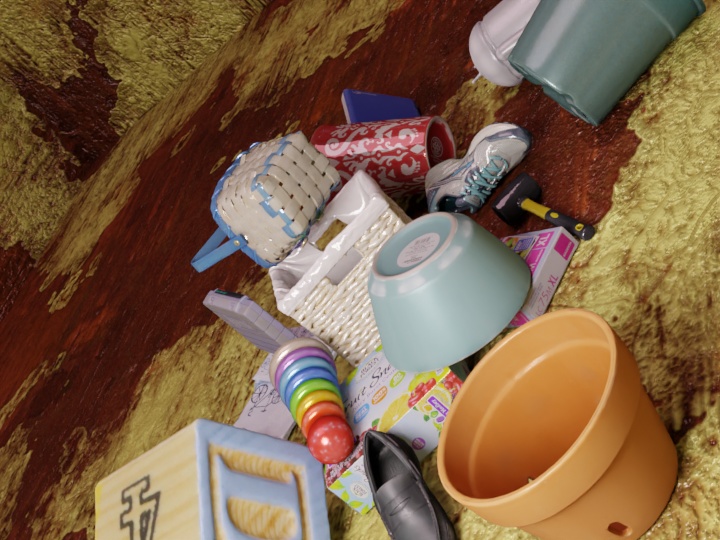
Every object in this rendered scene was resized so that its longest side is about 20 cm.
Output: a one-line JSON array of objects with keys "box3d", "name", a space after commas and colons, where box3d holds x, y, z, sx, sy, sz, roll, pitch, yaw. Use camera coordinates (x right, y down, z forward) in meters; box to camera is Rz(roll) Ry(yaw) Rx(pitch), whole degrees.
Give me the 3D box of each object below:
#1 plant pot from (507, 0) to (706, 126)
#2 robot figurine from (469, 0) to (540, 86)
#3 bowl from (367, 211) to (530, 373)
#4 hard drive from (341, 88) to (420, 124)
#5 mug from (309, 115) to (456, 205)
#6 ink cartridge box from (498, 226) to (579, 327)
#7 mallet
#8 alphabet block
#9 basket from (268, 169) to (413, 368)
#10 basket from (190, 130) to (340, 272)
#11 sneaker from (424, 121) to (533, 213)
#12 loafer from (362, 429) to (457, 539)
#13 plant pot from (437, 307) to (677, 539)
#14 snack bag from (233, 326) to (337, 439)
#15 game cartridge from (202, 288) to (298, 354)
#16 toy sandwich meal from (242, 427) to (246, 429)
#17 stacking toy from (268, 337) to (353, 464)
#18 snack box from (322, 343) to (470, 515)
[{"box3d": [0.301, -0.308, 1.483, 0.197, 0.199, 0.200, -53, 22, 8], "name": "plant pot"}, {"box3d": [0.244, -0.357, 1.743, 0.199, 0.113, 0.170, -38, 5, 24], "name": "robot figurine"}, {"box3d": [0.085, 0.009, 1.334, 0.199, 0.106, 0.202, -30, 25, 15], "name": "bowl"}, {"box3d": [0.041, -0.253, 1.947, 0.201, 0.129, 0.026, -102, 22, -62], "name": "hard drive"}, {"box3d": [0.045, -0.177, 1.773, 0.197, 0.136, 0.178, -5, 23, 31], "name": "mug"}, {"box3d": [0.165, 0.015, 1.410, 0.199, 0.042, 0.120, -13, 41, 57], "name": "ink cartridge box"}, {"box3d": [0.236, -0.078, 1.433, 0.066, 0.041, 0.199, -50, 27, -9], "name": "mallet"}, {"box3d": [-0.165, 0.306, 1.297, 0.199, 0.194, 0.199, -33, 50, 35], "name": "alphabet block"}, {"box3d": [0.000, 0.000, 1.553, 0.198, 0.161, 0.200, -47, 16, 6], "name": "basket"}, {"box3d": [-0.134, -0.083, 1.559, 0.198, 0.139, 0.177, -19, 30, 46], "name": "basket"}, {"box3d": [0.166, -0.126, 1.603, 0.199, 0.077, 0.088, -37, 36, 43], "name": "sneaker"}, {"box3d": [0.045, 0.245, 1.207, 0.068, 0.070, 0.202, -42, 36, 12], "name": "loafer"}, {"box3d": [0.185, 0.155, 1.022, 0.199, 0.140, 0.201, -40, 24, 22], "name": "plant pot"}, {"box3d": [-0.112, 0.164, 1.708, 0.187, 0.021, 0.202, -7, 48, 58], "name": "snack bag"}, {"box3d": [-0.155, 0.080, 1.724, 0.039, 0.130, 0.199, -50, 22, -14], "name": "game cartridge"}, {"box3d": [-0.200, 0.295, 1.602, 0.204, 0.070, 0.206, -40, 25, 22], "name": "toy sandwich meal"}, {"box3d": [-0.049, 0.158, 1.370, 0.085, 0.085, 0.200, -46, 28, 6], "name": "stacking toy"}, {"box3d": [0.038, 0.162, 1.375, 0.200, 0.068, 0.169, -43, 23, 12], "name": "snack box"}]
